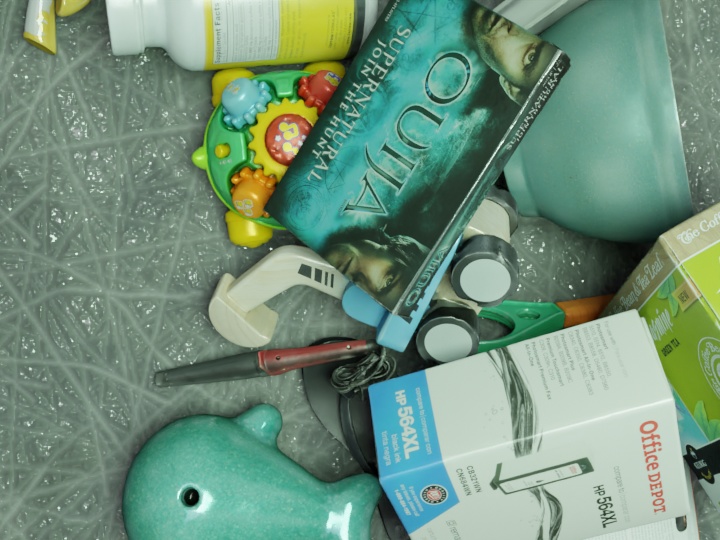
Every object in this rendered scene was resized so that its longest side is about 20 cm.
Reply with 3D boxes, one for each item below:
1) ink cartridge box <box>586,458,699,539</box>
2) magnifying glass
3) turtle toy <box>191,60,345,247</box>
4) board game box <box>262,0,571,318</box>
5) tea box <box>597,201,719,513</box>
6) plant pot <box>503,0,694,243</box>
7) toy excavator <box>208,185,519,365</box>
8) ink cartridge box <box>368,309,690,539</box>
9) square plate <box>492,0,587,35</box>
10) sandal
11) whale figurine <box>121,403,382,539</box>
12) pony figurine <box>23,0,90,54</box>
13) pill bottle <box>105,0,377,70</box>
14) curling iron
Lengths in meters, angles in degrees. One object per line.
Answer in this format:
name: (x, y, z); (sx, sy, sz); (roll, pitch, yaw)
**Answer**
ink cartridge box: (0.178, 0.204, 0.783); (0.198, 0.050, 0.110); (-7, 90, -8)
magnifying glass: (0.146, 0.039, 0.775); (0.198, 0.080, 0.023); (-6, 114, -18)
turtle toy: (-0.034, -0.100, 0.734); (0.198, 0.101, 0.147); (-7, 91, -7)
board game box: (0.033, -0.088, 0.634); (0.135, 0.028, 0.201); (37, 101, 28)
tea box: (0.285, 0.059, 0.640); (0.133, 0.200, 0.198); (-27, 72, -7)
plant pot: (0.180, -0.111, 0.728); (0.133, 0.200, 0.202); (-10, 91, 20)
toy excavator: (0.000, 0.000, 0.713); (0.198, 0.100, 0.195); (22, 125, -5)
ink cartridge box: (0.122, 0.128, 0.664); (0.198, 0.085, 0.147); (-17, 132, 9)
square plate: (0.171, -0.219, 0.672); (0.029, 0.198, 0.200); (56, 44, -3)
sandal: (0.020, 0.142, 0.768); (0.076, 0.043, 0.201); (-31, 93, -6)
whale figurine: (-0.084, 0.179, 0.710); (0.198, 0.104, 0.161); (9, 75, 5)
pony figurine: (-0.256, -0.296, 0.701); (0.192, 0.166, 0.202); (29, 82, -38)
pill bottle: (-0.093, -0.213, 0.712); (0.198, 0.112, 0.113); (-7, 90, -14)
curling iron: (-0.071, 0.079, 0.742); (0.198, 0.050, 0.026); (-2, 131, 11)
